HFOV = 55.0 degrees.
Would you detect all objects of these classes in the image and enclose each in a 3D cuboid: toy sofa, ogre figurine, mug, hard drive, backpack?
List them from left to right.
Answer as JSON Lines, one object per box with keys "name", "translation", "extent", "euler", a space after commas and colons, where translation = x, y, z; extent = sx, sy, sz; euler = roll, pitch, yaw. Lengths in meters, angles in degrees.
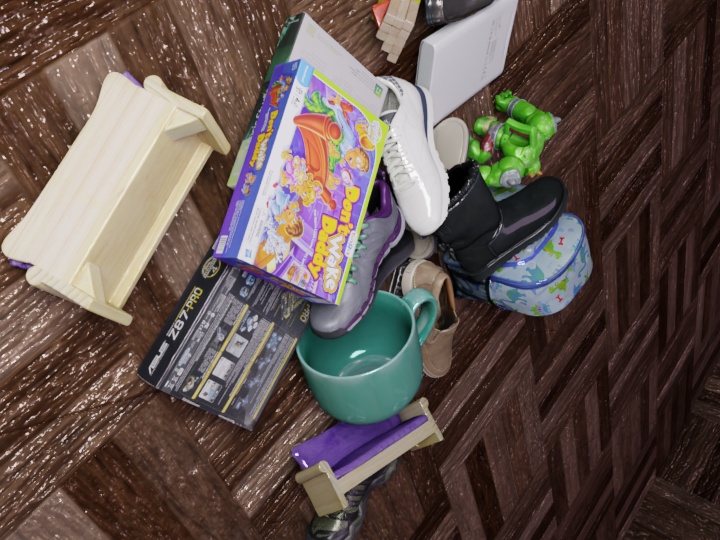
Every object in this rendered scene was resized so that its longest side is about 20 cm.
{"name": "toy sofa", "translation": [-0.209, -0.064, 0.609], "extent": [0.202, 0.096, 0.083], "euler": [-63, 169, -10]}
{"name": "toy sofa", "translation": [0.008, 0.238, 0.944], "extent": [0.198, 0.083, 0.099], "euler": [-23, 80, -36]}
{"name": "mug", "translation": [0.019, 0.114, 0.876], "extent": [0.153, 0.182, 0.116], "euler": [-96, 173, -52]}
{"name": "hard drive", "translation": [0.144, -0.289, 0.946], "extent": [0.199, 0.026, 0.133], "euler": [-41, 151, -32]}
{"name": "ogre figurine", "translation": [0.211, -0.185, 1.025], "extent": [0.199, 0.119, 0.099], "euler": [-36, 131, -34]}
{"name": "backpack", "translation": [0.243, -0.032, 1.063], "extent": [0.183, 0.198, 0.148], "euler": [-48, 137, -24]}

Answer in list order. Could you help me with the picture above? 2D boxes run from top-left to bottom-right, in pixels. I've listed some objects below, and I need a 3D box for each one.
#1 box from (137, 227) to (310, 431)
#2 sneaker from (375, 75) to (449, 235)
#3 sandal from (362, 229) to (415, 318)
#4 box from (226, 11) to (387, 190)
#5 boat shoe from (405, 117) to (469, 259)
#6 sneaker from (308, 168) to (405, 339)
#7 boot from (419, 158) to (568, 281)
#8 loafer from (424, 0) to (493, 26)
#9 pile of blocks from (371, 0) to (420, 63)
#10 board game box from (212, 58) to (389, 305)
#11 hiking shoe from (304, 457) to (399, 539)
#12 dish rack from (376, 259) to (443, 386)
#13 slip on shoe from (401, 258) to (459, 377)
{"name": "box", "translation": [-0.132, 0.060, 0.774], "extent": [0.161, 0.049, 0.202], "euler": [40, 74, -48]}
{"name": "sneaker", "translation": [0.053, -0.141, 0.854], "extent": [0.080, 0.076, 0.204], "euler": [6, 69, -51]}
{"name": "sandal", "translation": [0.000, 0.000, 0.892], "extent": [0.201, 0.075, 0.043], "euler": [-51, 141, -38]}
{"name": "box", "translation": [-0.051, -0.148, 0.748], "extent": [0.144, 0.036, 0.203], "euler": [31, 69, -41]}
{"name": "boat shoe", "translation": [0.112, -0.114, 0.981], "extent": [0.062, 0.072, 0.203], "euler": [-3, 113, -57]}
{"name": "sneaker", "translation": [-0.014, -0.022, 0.788], "extent": [0.202, 0.073, 0.088], "euler": [-64, 150, -32]}
{"name": "boot", "translation": [0.172, -0.088, 0.921], "extent": [0.198, 0.074, 0.162], "euler": [-42, 132, 7]}
{"name": "loafer", "translation": [0.139, -0.359, 0.868], "extent": [0.201, 0.071, 0.074], "euler": [-53, 146, -41]}
{"name": "pile of blocks", "translation": [0.048, -0.350, 0.821], "extent": [0.061, 0.082, 0.203], "euler": [22, 76, -9]}
{"name": "board game box", "translation": [-0.053, -0.084, 0.691], "extent": [0.134, 0.044, 0.203], "euler": [27, 74, -42]}
{"name": "hiking shoe", "translation": [-0.026, 0.309, 1.000], "extent": [0.201, 0.075, 0.102], "euler": [-50, 126, -34]}
{"name": "dish rack", "translation": [0.061, 0.083, 1.013], "extent": [0.152, 0.054, 0.204], "euler": [13, 94, -53]}
{"name": "slip on shoe", "translation": [0.109, 0.076, 0.978], "extent": [0.076, 0.060, 0.203], "euler": [-38, 129, -36]}
